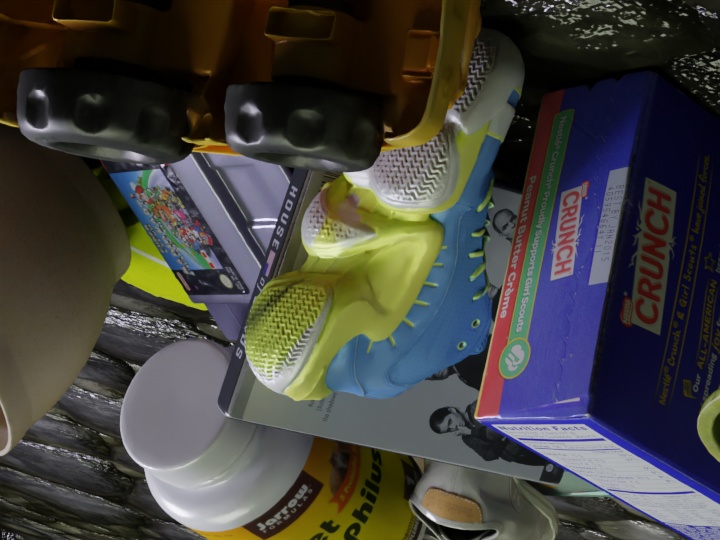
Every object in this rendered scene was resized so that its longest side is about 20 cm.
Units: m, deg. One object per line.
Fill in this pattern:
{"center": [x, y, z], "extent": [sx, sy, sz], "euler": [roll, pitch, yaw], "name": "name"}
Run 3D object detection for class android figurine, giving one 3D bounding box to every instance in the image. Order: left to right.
{"center": [-0.092, -0.019, 1.128], "extent": [0.182, 0.041, 0.200], "euler": [26, 156, -29], "name": "android figurine"}

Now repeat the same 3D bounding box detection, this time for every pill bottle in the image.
{"center": [-0.049, 0.113, 1.030], "extent": [0.109, 0.109, 0.200], "euler": [4, 157, 34], "name": "pill bottle"}

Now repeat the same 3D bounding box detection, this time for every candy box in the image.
{"center": [0.158, 0.029, 0.840], "extent": [0.200, 0.169, 0.077], "euler": [31, 153, -35], "name": "candy box"}

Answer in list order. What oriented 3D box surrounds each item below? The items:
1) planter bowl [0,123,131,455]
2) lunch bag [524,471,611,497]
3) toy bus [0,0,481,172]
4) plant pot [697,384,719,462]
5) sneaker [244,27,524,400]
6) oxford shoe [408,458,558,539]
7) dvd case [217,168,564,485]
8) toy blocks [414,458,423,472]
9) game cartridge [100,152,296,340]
{"center": [-0.223, -0.008, 1.069], "extent": [0.200, 0.135, 0.200], "euler": [38, 151, 25], "name": "planter bowl"}
{"center": [0.091, 0.065, 1.087], "extent": [0.200, 0.122, 0.170], "euler": [1, 157, 26], "name": "lunch bag"}
{"center": [-0.030, -0.097, 0.732], "extent": [0.200, 0.136, 0.192], "euler": [6, 172, 24], "name": "toy bus"}
{"center": [0.235, -0.014, 0.607], "extent": [0.200, 0.193, 0.200], "euler": [16, 161, 5], "name": "plant pot"}
{"center": [0.032, -0.019, 0.843], "extent": [0.105, 0.200, 0.076], "euler": [21, -155, -38], "name": "sneaker"}
{"center": [0.071, 0.145, 1.064], "extent": [0.075, 0.058, 0.200], "euler": [12, 164, 18], "name": "oxford shoe"}
{"center": [0.041, 0.022, 0.915], "extent": [0.200, 0.150, 0.025], "euler": [15, -170, -26], "name": "dvd case"}
{"center": [0.018, 0.149, 1.320], "extent": [0.200, 0.137, 0.100], "euler": [9, -177, -7], "name": "toy blocks"}
{"center": [-0.072, -0.043, 0.929], "extent": [0.130, 0.038, 0.200], "euler": [-5, 126, 41], "name": "game cartridge"}
